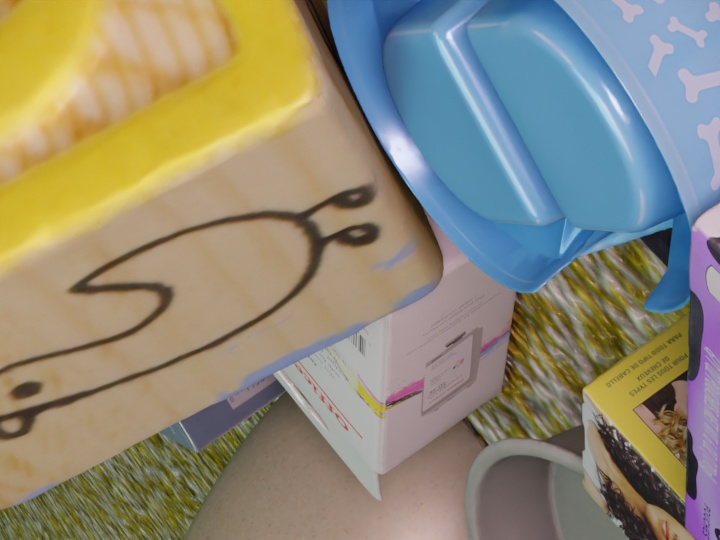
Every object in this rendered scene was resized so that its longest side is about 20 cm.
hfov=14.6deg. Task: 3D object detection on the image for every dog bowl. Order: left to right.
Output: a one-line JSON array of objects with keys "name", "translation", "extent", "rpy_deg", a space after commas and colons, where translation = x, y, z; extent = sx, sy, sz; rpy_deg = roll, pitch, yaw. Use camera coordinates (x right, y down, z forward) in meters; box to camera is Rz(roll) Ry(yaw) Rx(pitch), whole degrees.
[{"name": "dog bowl", "translation": [0.057, -0.051, 0.790], "extent": [0.112, 0.050, 0.200], "rpy_deg": [60, 164, -12]}]

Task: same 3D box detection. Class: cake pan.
[{"name": "cake pan", "translation": [0.117, 0.139, 1.044], "extent": [0.200, 0.037, 0.200], "rpy_deg": [44, 154, 28]}]

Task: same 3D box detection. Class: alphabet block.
[{"name": "alphabet block", "translation": [-0.107, -0.062, 0.930], "extent": [0.196, 0.195, 0.200], "rpy_deg": [63, -176, 20]}]

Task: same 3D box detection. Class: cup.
[{"name": "cup", "translation": [-0.007, 0.150, 1.301], "extent": [0.200, 0.143, 0.200], "rpy_deg": [50, 164, 21]}]

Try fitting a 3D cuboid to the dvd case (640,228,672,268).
[{"name": "dvd case", "translation": [0.066, -0.077, 0.832], "extent": [0.200, 0.016, 0.149], "rpy_deg": [50, 163, 26]}]

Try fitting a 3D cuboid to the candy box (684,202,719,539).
[{"name": "candy box", "translation": [0.172, 0.078, 0.717], "extent": [0.200, 0.072, 0.168], "rpy_deg": [48, 163, 28]}]

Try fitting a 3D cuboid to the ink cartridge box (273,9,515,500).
[{"name": "ink cartridge box", "translation": [0.000, 0.000, 1.105], "extent": [0.116, 0.067, 0.200], "rpy_deg": [51, 163, 20]}]

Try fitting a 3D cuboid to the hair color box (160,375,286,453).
[{"name": "hair color box", "translation": [-0.085, 0.019, 1.350], "extent": [0.061, 0.099, 0.200], "rpy_deg": [60, 165, -18]}]

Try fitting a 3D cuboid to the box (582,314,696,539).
[{"name": "box", "translation": [0.150, 0.110, 0.898], "extent": [0.200, 0.050, 0.075], "rpy_deg": [47, 163, 28]}]
